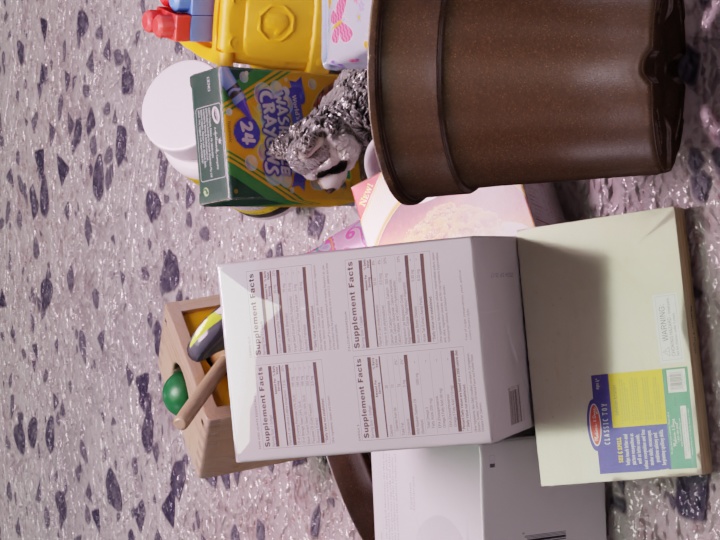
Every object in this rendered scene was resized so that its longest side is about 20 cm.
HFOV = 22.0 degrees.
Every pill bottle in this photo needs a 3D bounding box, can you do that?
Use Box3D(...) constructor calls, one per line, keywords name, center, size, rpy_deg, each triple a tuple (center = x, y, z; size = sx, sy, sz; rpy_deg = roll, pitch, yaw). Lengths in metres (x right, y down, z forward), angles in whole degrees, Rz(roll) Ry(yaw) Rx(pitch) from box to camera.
Box3D(name="pill bottle", center=(-0.133, -0.133, 1.883), size=(0.114, 0.200, 0.115), rpy_deg=(-7, 71, 23))

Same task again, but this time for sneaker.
Box3D(name="sneaker", center=(-0.074, 0.054, 1.821), size=(0.074, 0.199, 0.081), rpy_deg=(116, 133, -72))

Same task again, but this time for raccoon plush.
Box3D(name="raccoon plush", center=(-0.023, -0.174, 1.750), size=(0.097, 0.133, 0.201), rpy_deg=(-32, 64, 60))

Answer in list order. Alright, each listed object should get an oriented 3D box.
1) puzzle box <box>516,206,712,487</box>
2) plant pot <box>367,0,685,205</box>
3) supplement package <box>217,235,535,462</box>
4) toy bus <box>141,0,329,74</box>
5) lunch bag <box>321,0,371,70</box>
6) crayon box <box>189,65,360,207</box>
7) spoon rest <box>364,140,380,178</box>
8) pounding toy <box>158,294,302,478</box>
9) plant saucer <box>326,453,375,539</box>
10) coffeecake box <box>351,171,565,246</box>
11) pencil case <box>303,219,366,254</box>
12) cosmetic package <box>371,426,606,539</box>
Box3D(name="puzzle box", center=(0.190, 0.060, 1.398), size=(0.132, 0.025, 0.201), rpy_deg=(-7, 84, 29))
Box3D(name="plant pot", center=(0.128, -0.144, 1.340), size=(0.197, 0.200, 0.202), rpy_deg=(2, 90, 18))
Box3D(name="supplement package", center=(0.017, 0.058, 1.406), size=(0.199, 0.152, 0.152), rpy_deg=(-6, 89, 19))
Box3D(name="toy bus", center=(-0.138, -0.270, 1.911), size=(0.200, 0.191, 0.137), rpy_deg=(-145, 55, -59))
Box3D(name="lunch bag", center=(0.040, -0.286, 1.631), size=(0.169, 0.126, 0.201), rpy_deg=(-16, 71, 59))
Box3D(name="crayon box", center=(-0.068, -0.127, 1.795), size=(0.051, 0.199, 0.127), rpy_deg=(-9, 85, 46))
Box3D(name="spoon rest", center=(0.066, -0.126, 1.618), size=(0.200, 0.061, 0.100), rpy_deg=(-34, 24, 47))
Box3D(name="pounding toy", center=(-0.123, 0.111, 1.886), size=(0.143, 0.199, 0.185), rpy_deg=(104, 150, -46))
Box3D(name="plant saucer", center=(-0.003, 0.171, 1.762), size=(0.200, 0.032, 0.201), rpy_deg=(-21, -90, -83))
Box3D(name="coffeecake box", center=(0.094, -0.005, 1.530), size=(0.153, 0.073, 0.201), rpy_deg=(-27, 65, 26))
Box3D(name="pencil case", center=(0.000, 0.000, 1.685), size=(0.199, 0.087, 0.088), rpy_deg=(-27, 62, 20))
Box3D(name="cosmetic package", center=(0.105, 0.228, 1.548), size=(0.200, 0.122, 0.201), rpy_deg=(2, 94, 63))
